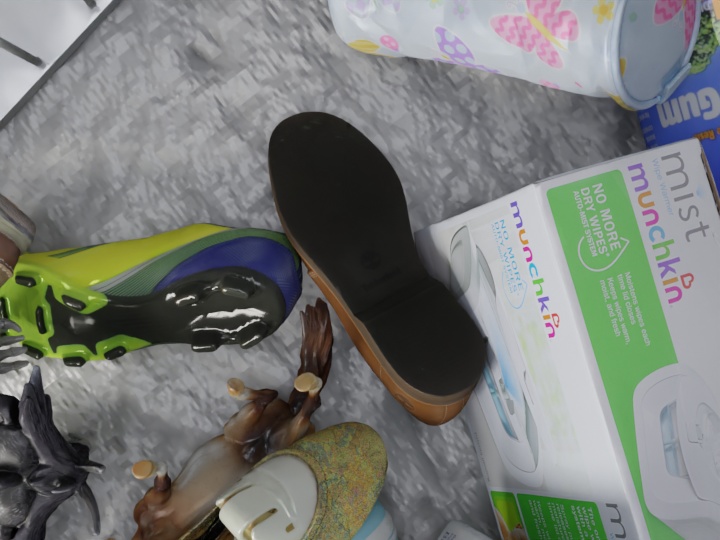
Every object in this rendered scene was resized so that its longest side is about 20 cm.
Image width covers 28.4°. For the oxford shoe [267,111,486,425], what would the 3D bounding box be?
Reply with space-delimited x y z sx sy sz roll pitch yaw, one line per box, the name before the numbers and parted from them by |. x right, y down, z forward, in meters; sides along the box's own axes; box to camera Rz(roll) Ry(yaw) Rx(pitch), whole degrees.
oxford shoe | 0.000 0.000 0.786 0.071 0.071 0.200 -19 64 -15

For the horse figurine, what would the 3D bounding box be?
horse figurine | -0.078 0.106 0.779 0.200 0.133 0.050 -42 74 -13

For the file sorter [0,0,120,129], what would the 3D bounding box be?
file sorter | -0.232 -0.163 0.776 0.139 0.125 0.200 43 90 2

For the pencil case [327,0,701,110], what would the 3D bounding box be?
pencil case | 0.075 -0.139 0.741 0.200 0.083 0.091 18 128 39

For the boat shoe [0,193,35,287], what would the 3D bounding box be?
boat shoe | -0.264 -0.005 0.763 0.200 0.076 0.072 -3 61 36

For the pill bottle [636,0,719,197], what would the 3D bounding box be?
pill bottle | 0.212 -0.066 0.764 0.112 0.112 0.200 -16 88 2

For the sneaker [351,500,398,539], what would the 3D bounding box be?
sneaker | -0.037 0.230 0.789 0.200 0.080 0.131 -35 98 12

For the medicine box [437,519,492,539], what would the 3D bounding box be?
medicine box | 0.109 0.222 0.666 0.182 0.200 0.103 37 84 -8

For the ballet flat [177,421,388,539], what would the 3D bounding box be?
ballet flat | -0.068 0.148 0.726 0.200 0.071 0.071 -43 88 -4

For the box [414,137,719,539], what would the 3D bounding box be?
box | 0.124 0.052 0.726 0.097 0.176 0.200 -16 89 -17

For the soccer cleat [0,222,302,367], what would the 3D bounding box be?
soccer cleat | -0.126 0.008 0.806 0.200 0.084 0.065 -1 122 18

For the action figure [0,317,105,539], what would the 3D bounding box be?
action figure | -0.210 0.086 0.772 0.200 0.102 0.119 12 114 18
